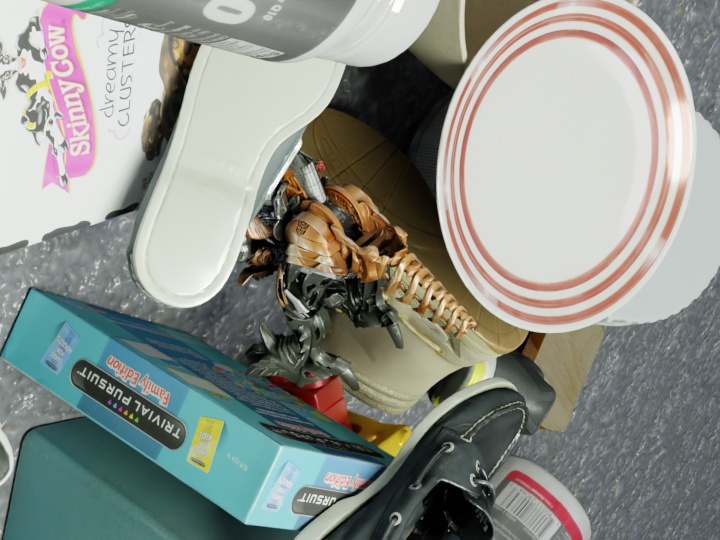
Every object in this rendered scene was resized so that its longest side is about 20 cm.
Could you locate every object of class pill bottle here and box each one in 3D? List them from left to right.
[{"bbox_3d":[-0.058,-0.157,0.742,0.199,0.113,0.114,7,107,-48],"label":"pill bottle"},{"bbox_3d":[0.096,0.261,1.381,0.200,0.110,0.111,-45,143,-24],"label":"pill bottle"}]

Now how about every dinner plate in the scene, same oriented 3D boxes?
[{"bbox_3d":[0.120,-0.063,0.963,0.199,0.024,0.201,-10,107,-33],"label":"dinner plate"}]

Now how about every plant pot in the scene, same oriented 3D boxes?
[{"bbox_3d":[-0.098,0.191,0.984,0.141,0.199,0.142,-9,121,-51],"label":"plant pot"}]

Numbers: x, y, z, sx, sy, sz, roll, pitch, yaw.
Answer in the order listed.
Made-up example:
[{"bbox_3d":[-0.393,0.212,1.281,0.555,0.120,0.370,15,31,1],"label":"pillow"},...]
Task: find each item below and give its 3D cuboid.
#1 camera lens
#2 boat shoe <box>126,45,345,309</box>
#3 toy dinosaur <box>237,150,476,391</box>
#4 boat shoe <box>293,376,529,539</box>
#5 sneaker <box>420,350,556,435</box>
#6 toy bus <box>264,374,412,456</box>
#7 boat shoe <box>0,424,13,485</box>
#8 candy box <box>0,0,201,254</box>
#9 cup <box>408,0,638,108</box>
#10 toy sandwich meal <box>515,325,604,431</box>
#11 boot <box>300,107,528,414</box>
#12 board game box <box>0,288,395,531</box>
[{"bbox_3d":[0.134,-0.051,1.110,0.159,0.200,0.161,-5,100,-29],"label":"camera lens"},{"bbox_3d":[-0.066,-0.073,0.859,0.201,0.073,0.062,-66,-168,-9],"label":"boat shoe"},{"bbox_3d":[-0.025,-0.006,0.941,0.102,0.200,0.136,-20,133,-21],"label":"toy dinosaur"},{"bbox_3d":[0.040,0.132,0.886,0.199,0.066,0.075,-33,136,-38],"label":"boat shoe"},{"bbox_3d":[0.087,0.083,1.198,0.075,0.084,0.200,-60,-173,5],"label":"sneaker"},{"bbox_3d":[-0.012,0.151,1.086,0.135,0.199,0.193,-31,122,-41],"label":"toy bus"},{"bbox_3d":[-0.236,0.051,0.817,0.074,0.067,0.200,-57,147,-9],"label":"boat shoe"},{"bbox_3d":[-0.138,-0.114,0.831,0.200,0.071,0.169,-23,130,-45],"label":"candy box"},{"bbox_3d":[0.069,-0.209,0.984,0.200,0.143,0.201,-33,138,-37],"label":"cup"},{"bbox_3d":[0.163,0.033,1.349,0.205,0.070,0.206,-33,137,-37],"label":"toy sandwich meal"},{"bbox_3d":[0.000,0.000,1.083,0.073,0.200,0.155,-50,-172,-38],"label":"boot"},{"bbox_3d":[-0.084,0.084,0.928,0.151,0.199,0.047,21,96,-56],"label":"board game box"}]
